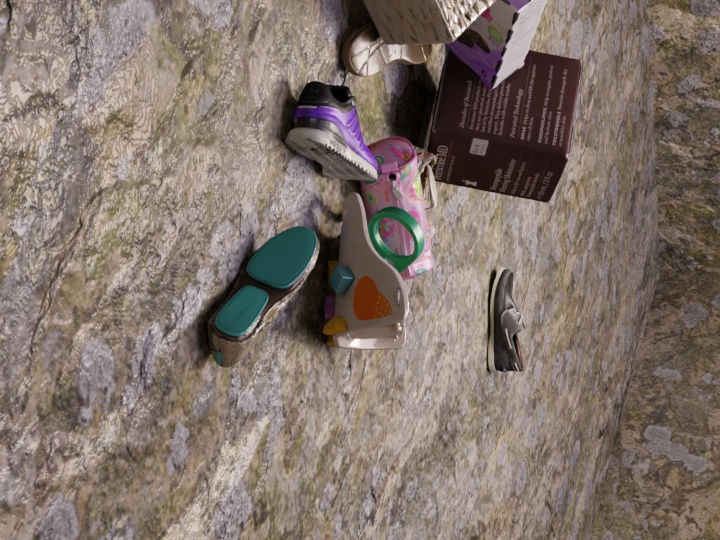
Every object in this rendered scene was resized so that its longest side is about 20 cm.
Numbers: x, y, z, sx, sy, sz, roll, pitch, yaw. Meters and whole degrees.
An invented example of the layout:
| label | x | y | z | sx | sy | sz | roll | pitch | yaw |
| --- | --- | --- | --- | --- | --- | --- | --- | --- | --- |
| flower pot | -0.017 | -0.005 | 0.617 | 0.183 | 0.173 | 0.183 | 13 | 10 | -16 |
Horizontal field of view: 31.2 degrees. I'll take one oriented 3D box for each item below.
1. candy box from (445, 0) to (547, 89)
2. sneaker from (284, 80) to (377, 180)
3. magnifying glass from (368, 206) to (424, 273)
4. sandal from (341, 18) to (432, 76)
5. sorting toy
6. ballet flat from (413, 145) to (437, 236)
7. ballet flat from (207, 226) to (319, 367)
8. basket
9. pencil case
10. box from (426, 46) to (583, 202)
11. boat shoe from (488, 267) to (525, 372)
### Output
| label | x | y | z | sx | sy | sz | roll | pitch | yaw |
| --- | --- | --- | --- | --- | --- | --- | --- | --- | --- |
| candy box | 0.162 | -0.370 | 1.757 | 0.072 | 0.168 | 0.200 | -39 | 166 | -18 |
| sneaker | -0.023 | -0.173 | 1.567 | 0.200 | 0.069 | 0.100 | 33 | 62 | -67 |
| magnifying glass | 0.039 | -0.006 | 1.739 | 0.022 | 0.080 | 0.200 | -44 | 156 | -41 |
| sandal | 0.030 | -0.303 | 1.706 | 0.200 | 0.054 | 0.080 | -29 | 118 | -47 |
| sorting toy | 0.000 | 0.000 | 1.640 | 0.200 | 0.107 | 0.180 | 87 | -2 | -77 |
| ballet flat | 0.077 | -0.081 | 1.853 | 0.076 | 0.064 | 0.200 | -23 | 117 | -68 |
| ballet flat | -0.111 | 0.032 | 1.420 | 0.200 | 0.068 | 0.075 | -56 | 167 | -42 |
| basket | 0.065 | -0.389 | 1.597 | 0.123 | 0.135 | 0.200 | -51 | 129 | -30 |
| pencil case | 0.047 | -0.081 | 1.743 | 0.087 | 0.087 | 0.200 | -61 | 150 | -45 |
| box | 0.207 | -0.220 | 1.899 | 0.166 | 0.200 | 0.165 | 96 | 5 | -69 |
| boat shoe | 0.278 | 0.093 | 2.407 | 0.072 | 0.067 | 0.200 | -23 | 115 | -64 |
